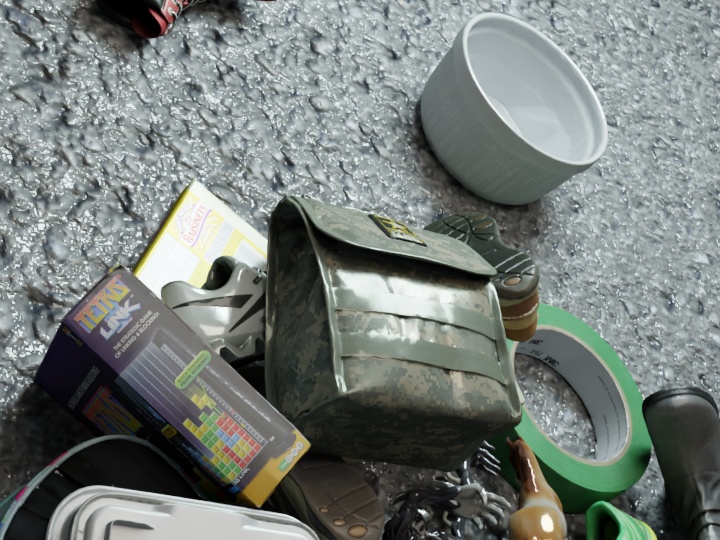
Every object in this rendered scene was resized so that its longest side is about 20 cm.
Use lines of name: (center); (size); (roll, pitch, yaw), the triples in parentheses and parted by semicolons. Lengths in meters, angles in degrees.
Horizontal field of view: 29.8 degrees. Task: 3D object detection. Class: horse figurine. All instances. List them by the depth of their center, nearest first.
horse figurine: (0.145, 0.227, 1.098); (0.200, 0.050, 0.134); (-52, 133, -73)

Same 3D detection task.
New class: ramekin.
ramekin: (0.157, -0.165, 1.449); (0.199, 0.105, 0.201); (24, 45, -26)

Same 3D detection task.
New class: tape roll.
tape roll: (0.185, 0.127, 1.274); (0.200, 0.048, 0.201); (24, 44, -26)

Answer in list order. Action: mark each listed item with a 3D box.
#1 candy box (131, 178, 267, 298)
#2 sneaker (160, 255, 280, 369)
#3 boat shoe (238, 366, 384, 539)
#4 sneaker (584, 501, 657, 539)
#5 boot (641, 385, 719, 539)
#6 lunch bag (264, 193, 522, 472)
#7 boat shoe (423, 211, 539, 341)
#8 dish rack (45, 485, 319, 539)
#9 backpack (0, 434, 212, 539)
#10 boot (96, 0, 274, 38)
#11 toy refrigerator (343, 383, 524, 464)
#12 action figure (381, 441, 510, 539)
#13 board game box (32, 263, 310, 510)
candy box: (-0.136, 0.018, 1.095); (0.102, 0.026, 0.200); (39, 40, -12)
sneaker: (-0.076, 0.026, 1.068); (0.199, 0.074, 0.089); (-9, 76, -54)
boat shoe: (-0.054, 0.153, 1.024); (0.074, 0.074, 0.200); (2, 35, -30)
sneaker: (0.209, 0.279, 1.149); (0.084, 0.074, 0.200); (41, 30, -18)
boot: (0.313, 0.205, 1.244); (0.200, 0.069, 0.132); (58, 22, -44)
lunch bag: (0.018, 0.035, 1.020); (0.163, 0.118, 0.201); (13, 53, -30)
boat shoe: (0.110, 0.007, 1.256); (0.200, 0.075, 0.074); (-123, -164, -64)
dish rack: (-0.094, 0.219, 0.739); (0.171, 0.044, 0.201); (13, 63, -21)
backpack: (-0.149, 0.210, 0.824); (0.200, 0.150, 0.178); (52, 43, -9)
boot: (-0.154, -0.262, 1.283); (0.199, 0.072, 0.145); (11, 51, -25)
toy refrigerator: (0.038, 0.108, 1.138); (0.199, 0.076, 0.070); (-4, 60, -43)
action figure: (0.066, 0.209, 1.048); (0.101, 0.120, 0.200); (12, 28, 17)
board game box: (-0.133, 0.093, 0.902); (0.165, 0.200, 0.057); (42, 67, -3)
